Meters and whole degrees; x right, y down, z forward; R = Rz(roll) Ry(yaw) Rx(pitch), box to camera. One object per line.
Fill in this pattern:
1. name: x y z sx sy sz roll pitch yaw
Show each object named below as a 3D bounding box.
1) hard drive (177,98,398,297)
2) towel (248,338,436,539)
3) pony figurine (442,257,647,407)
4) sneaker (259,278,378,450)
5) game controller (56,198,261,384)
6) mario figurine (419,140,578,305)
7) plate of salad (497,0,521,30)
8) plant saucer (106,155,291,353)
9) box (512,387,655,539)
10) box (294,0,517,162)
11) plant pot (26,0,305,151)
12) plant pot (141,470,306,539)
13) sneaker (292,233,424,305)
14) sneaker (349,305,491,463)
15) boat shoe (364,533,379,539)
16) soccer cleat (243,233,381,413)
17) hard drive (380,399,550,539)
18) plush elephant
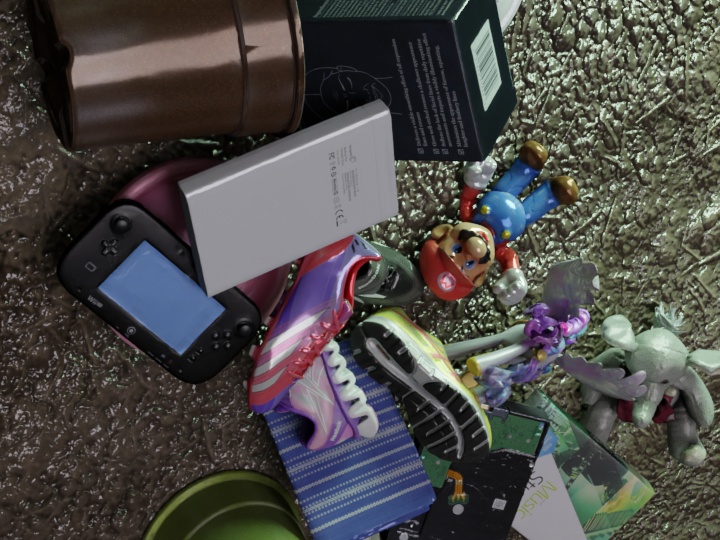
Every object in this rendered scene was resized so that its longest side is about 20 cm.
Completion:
1. hard drive: -0.061 -0.064 1.324 0.199 0.027 0.133 -24 139 -16
2. towel: -0.018 0.181 1.543 0.144 0.024 0.201 -20 82 -24
3. pony figurine: 0.196 0.078 1.602 0.199 0.193 0.168 -24 102 -20
4. sneaker: -0.062 0.099 1.488 0.088 0.080 0.201 -29 100 -9
5. game controller: -0.184 0.022 1.361 0.104 0.042 0.200 -49 120 -2
6. mario figurine: 0.146 -0.046 1.564 0.200 0.123 0.106 -45 146 -16
7. plate of salad: 0.076 -0.305 1.465 0.198 0.048 0.202 -7 109 -20
8. plant saucer: -0.165 -0.015 1.409 0.199 0.051 0.202 -9 113 -23
9. box: 0.228 0.249 1.725 0.200 0.036 0.144 39 102 -22
10. box: 0.027 -0.191 1.362 0.107 0.198 0.149 -59 143 -44
11. plant pot: -0.173 -0.196 1.267 0.197 0.200 0.202 -13 115 -20
12. plant pot: -0.103 0.335 1.505 0.199 0.190 0.202 -12 114 -29
13. sneaker: 0.000 0.000 1.504 0.199 0.090 0.067 26 94 -36
14. sneaker: 0.076 0.114 1.564 0.078 0.090 0.200 -33 101 27
15. boat shoe: -0.016 0.248 1.607 0.060 0.074 0.202 -3 107 9
16. soccer cleat: -0.049 0.053 1.413 0.201 0.076 0.067 -67 168 7
17. hard drive: 0.117 0.235 1.663 0.139 0.038 0.201 14 109 -13
18. plush elephant: 0.340 0.129 1.720 0.155 0.163 0.202 33 71 -77
